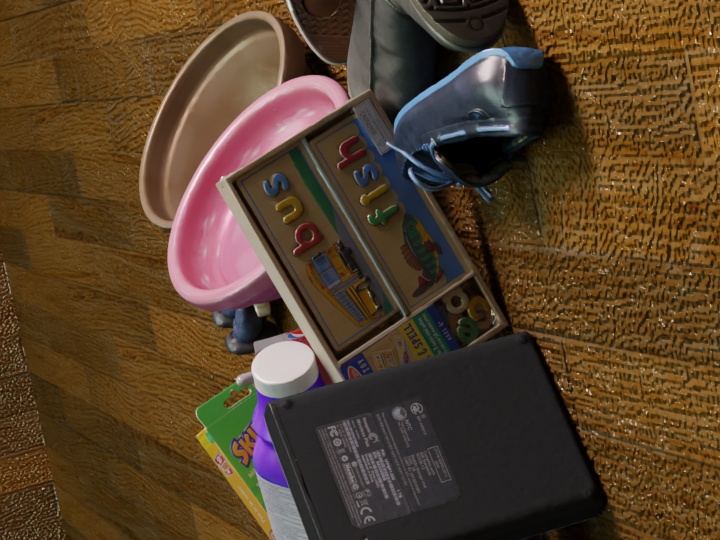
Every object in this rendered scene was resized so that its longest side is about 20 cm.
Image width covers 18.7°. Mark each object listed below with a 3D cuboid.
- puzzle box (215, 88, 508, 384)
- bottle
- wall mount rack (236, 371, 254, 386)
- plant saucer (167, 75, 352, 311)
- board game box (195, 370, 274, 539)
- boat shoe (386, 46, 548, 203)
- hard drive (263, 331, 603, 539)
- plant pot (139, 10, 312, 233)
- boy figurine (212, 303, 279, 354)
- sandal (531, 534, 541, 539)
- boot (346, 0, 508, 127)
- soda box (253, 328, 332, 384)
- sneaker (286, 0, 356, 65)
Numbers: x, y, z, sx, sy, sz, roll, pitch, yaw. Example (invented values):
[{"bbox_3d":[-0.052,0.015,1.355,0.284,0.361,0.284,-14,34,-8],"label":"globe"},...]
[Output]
[{"bbox_3d":[0.002,-0.011,1.551,0.201,0.133,0.025,58,162,-4],"label":"puzzle box"},{"bbox_3d":[-0.037,0.142,1.602,0.083,0.065,0.201,10,132,29],"label":"bottle"},{"bbox_3d":[-0.072,0.029,1.912,0.174,0.074,0.202,3,-108,-82],"label":"wall mount rack"},{"bbox_3d":[-0.065,-0.052,1.663,0.051,0.201,0.200,36,-176,-31],"label":"plant saucer"},{"bbox_3d":[-0.062,0.187,1.930,0.201,0.095,0.030,55,139,2],"label":"board game box"},{"bbox_3d":[0.067,-0.087,1.461,0.200,0.083,0.069,129,137,-70],"label":"boat shoe"},{"bbox_3d":[0.050,0.128,1.486,0.033,0.198,0.140,105,147,-58],"label":"hard drive"},{"bbox_3d":[-0.093,-0.110,1.848,0.200,0.092,0.202,-35,41,38],"label":"plant pot"},{"bbox_3d":[-0.113,-0.018,2.083,0.125,0.064,0.201,-121,26,-43],"label":"boy figurine"},{"bbox_3d":[0.103,0.170,1.522,0.049,0.082,0.204,-11,59,33],"label":"sandal"},{"bbox_3d":[0.039,-0.155,1.521,0.201,0.072,0.183,101,152,-47],"label":"boot"},{"bbox_3d":[-0.034,0.152,1.834,0.070,0.063,0.202,-115,9,-70],"label":"soda box"},{"bbox_3d":[-0.029,-0.260,1.681,0.085,0.072,0.202,-58,-46,-78],"label":"sneaker"}]
